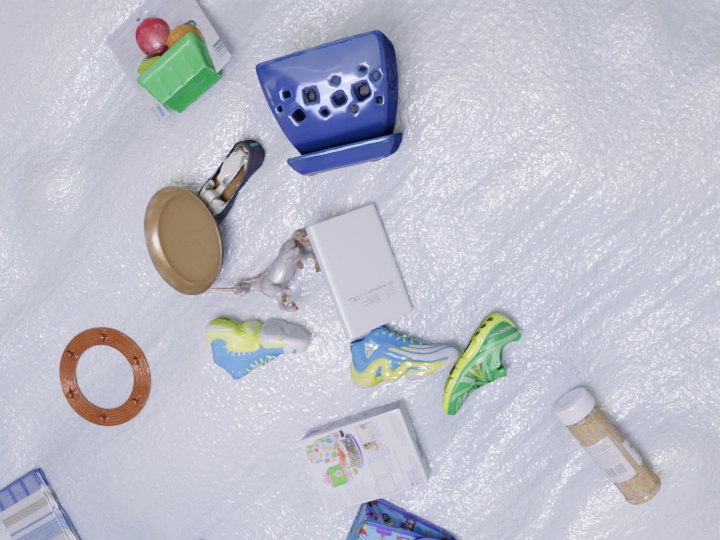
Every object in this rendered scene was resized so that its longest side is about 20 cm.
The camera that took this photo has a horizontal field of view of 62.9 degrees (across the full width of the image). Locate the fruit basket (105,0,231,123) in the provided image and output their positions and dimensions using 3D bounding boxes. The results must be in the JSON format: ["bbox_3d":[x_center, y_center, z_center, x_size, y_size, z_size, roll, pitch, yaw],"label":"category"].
[{"bbox_3d":[-0.341,-0.392,1.050,0.185,0.094,0.201,-37,74,11],"label":"fruit basket"}]

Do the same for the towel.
[{"bbox_3d":[-0.674,0.526,1.229,0.146,0.024,0.201,-32,88,14],"label":"towel"}]

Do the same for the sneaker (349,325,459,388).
[{"bbox_3d":[0.067,0.138,1.029,0.198,0.076,0.106,-16,93,12],"label":"sneaker"}]

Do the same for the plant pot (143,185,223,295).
[{"bbox_3d":[-0.317,-0.055,1.069,0.199,0.027,0.202,11,111,30],"label":"plant pot"}]

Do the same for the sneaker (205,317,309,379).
[{"bbox_3d":[-0.186,0.147,1.077,0.198,0.076,0.106,8,108,17],"label":"sneaker"}]

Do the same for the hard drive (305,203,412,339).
[{"bbox_3d":[0.000,0.000,1.017,0.131,0.026,0.201,-22,92,-25],"label":"hard drive"}]

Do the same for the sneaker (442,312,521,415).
[{"bbox_3d":[0.205,0.172,1.009,0.083,0.074,0.201,32,100,9],"label":"sneaker"}]

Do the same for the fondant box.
[{"bbox_3d":[0.009,0.338,1.071,0.199,0.058,0.145,-21,92,11],"label":"fondant box"}]

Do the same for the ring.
[{"bbox_3d":[-0.511,0.213,1.168,0.199,0.019,0.202,1,97,10],"label":"ring"}]

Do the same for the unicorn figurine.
[{"bbox_3d":[-0.148,0.010,1.049,0.200,0.074,0.137,-46,42,-9],"label":"unicorn figurine"}]

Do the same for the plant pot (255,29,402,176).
[{"bbox_3d":[-0.031,-0.258,0.946,0.198,0.200,0.181,-11,101,11],"label":"plant pot"}]

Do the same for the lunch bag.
[{"bbox_3d":[0.074,0.527,1.076,0.199,0.094,0.152,21,99,-5],"label":"lunch bag"}]

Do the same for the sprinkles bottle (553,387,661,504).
[{"bbox_3d":[0.412,0.294,0.989,0.068,0.068,0.200,-40,89,12],"label":"sprinkles bottle"}]

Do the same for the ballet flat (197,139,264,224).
[{"bbox_3d":[-0.249,-0.153,1.056,0.073,0.073,0.200,41,101,3],"label":"ballet flat"}]
